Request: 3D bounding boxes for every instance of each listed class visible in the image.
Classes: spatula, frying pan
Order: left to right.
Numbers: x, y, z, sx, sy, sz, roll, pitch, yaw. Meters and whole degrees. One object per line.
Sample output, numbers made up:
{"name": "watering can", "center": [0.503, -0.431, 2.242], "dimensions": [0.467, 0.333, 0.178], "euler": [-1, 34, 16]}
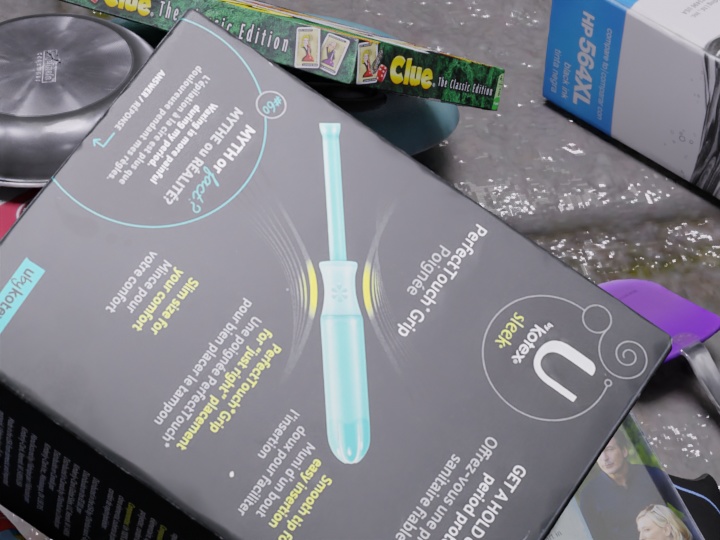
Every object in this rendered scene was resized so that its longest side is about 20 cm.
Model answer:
{"name": "frying pan", "center": [-0.096, -0.067, 1.103], "dimensions": [0.190, 0.031, 0.115], "euler": [11, 40, 17]}
{"name": "spatula", "center": [0.163, 0.062, 1.112], "dimensions": [0.057, 0.021, 0.200], "euler": [-26, 54, -33]}

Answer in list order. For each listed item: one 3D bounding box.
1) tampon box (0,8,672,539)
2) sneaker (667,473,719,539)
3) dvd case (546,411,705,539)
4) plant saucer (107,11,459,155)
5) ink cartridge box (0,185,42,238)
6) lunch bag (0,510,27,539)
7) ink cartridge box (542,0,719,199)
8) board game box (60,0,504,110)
{"name": "tampon box", "center": [-0.025, 0.043, 0.909], "dimensions": [0.200, 0.126, 0.150], "euler": [35, 67, 5]}
{"name": "sneaker", "center": [0.047, 0.098, 1.034], "dimensions": [0.200, 0.070, 0.078], "euler": [13, 41, -1]}
{"name": "dvd case", "center": [0.063, 0.126, 0.966], "dimensions": [0.143, 0.018, 0.200], "euler": [-24, 73, -16]}
{"name": "plant saucer", "center": [-0.054, -0.087, 1.206], "dimensions": [0.200, 0.027, 0.200], "euler": [2, 21, -1]}
{"name": "ink cartridge box", "center": [-0.205, -0.012, 1.120], "dimensions": [0.148, 0.086, 0.200], "euler": [-31, 51, -32]}
{"name": "lunch bag", "center": [-0.199, 0.165, 0.939], "dimensions": [0.200, 0.094, 0.151], "euler": [-35, 53, -20]}
{"name": "ink cartridge box", "center": [0.208, -0.097, 1.247], "dimensions": [0.200, 0.084, 0.146], "euler": [34, 49, 29]}
{"name": "board game box", "center": [-0.046, -0.106, 1.150], "dimensions": [0.200, 0.023, 0.105], "euler": [19, 11, 37]}
